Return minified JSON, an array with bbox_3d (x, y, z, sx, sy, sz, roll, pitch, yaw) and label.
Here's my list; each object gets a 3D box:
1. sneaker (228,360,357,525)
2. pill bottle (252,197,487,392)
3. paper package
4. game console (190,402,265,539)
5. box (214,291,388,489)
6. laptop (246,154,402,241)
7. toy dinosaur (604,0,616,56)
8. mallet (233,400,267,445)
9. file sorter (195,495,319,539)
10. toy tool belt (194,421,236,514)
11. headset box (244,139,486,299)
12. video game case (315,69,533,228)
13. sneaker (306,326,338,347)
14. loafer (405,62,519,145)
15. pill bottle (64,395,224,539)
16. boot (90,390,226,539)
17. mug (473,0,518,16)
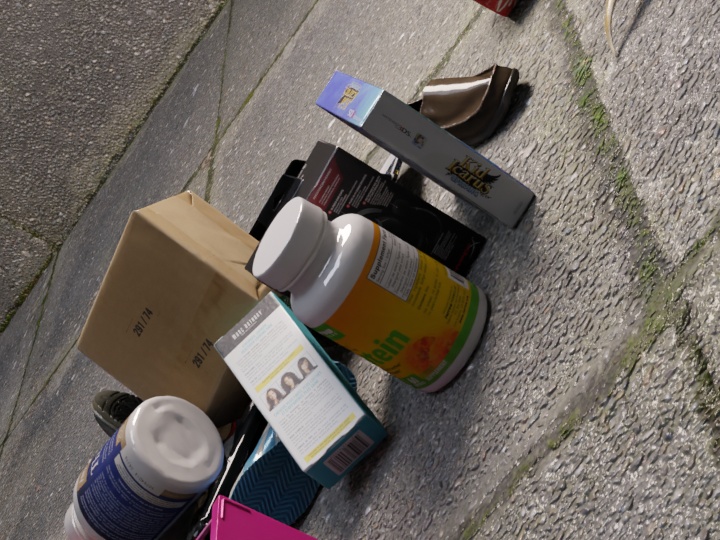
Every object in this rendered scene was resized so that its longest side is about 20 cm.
[{"bbox_3d":[-0.071,0.186,1.563,0.201,0.076,0.081,-57,9,-12],"label":"sneaker"},{"bbox_3d":[0.006,0.018,1.391,0.111,0.199,0.111,-50,20,26],"label":"pill bottle"},{"bbox_3d":[-0.184,0.048,1.660,0.103,0.190,0.201,-27,-32,-58],"label":"paper package"},{"bbox_3d":[-0.152,0.247,1.621,0.177,0.031,0.201,109,-177,-48],"label":"game console"},{"bbox_3d":[-0.061,0.115,1.499,0.082,0.049,0.200,-43,48,3],"label":"box"},{"bbox_3d":[-0.045,-0.078,1.737,0.188,0.115,0.200,-56,8,34],"label":"laptop"},{"bbox_3d":[0.256,-0.306,1.456,0.201,0.058,0.101,-60,19,1],"label":"toy dinosaur"},{"bbox_3d":[-0.090,0.130,1.682,0.200,0.041,0.066,123,165,-47],"label":"mallet"},{"bbox_3d":[-0.092,0.321,1.296,0.126,0.138,0.200,-55,19,24],"label":"file sorter"},{"bbox_3d":[-0.240,0.236,1.815,0.125,0.122,0.200,52,120,28],"label":"toy tool belt"},{"bbox_3d":[-0.004,-0.021,1.481,0.149,0.199,0.077,-60,18,0],"label":"headset box"},{"bbox_3d":[0.059,-0.123,1.498,0.046,0.181,0.200,-58,18,3],"label":"video game case"},{"bbox_3d":[0.000,0.000,1.669,0.200,0.076,0.091,-50,10,8],"label":"sneaker"},{"bbox_3d":[0.098,-0.173,1.649,0.200,0.071,0.073,-30,34,57],"label":"loafer"},{"bbox_3d":[-0.237,0.229,1.627,0.200,0.111,0.111,-47,22,38],"label":"pill bottle"},{"bbox_3d":[-0.262,0.257,1.752,0.201,0.181,0.073,-59,-3,26],"label":"boot"},{"bbox_3d":[0.183,-0.395,1.739,0.133,0.177,0.201,40,106,35],"label":"mug"}]
